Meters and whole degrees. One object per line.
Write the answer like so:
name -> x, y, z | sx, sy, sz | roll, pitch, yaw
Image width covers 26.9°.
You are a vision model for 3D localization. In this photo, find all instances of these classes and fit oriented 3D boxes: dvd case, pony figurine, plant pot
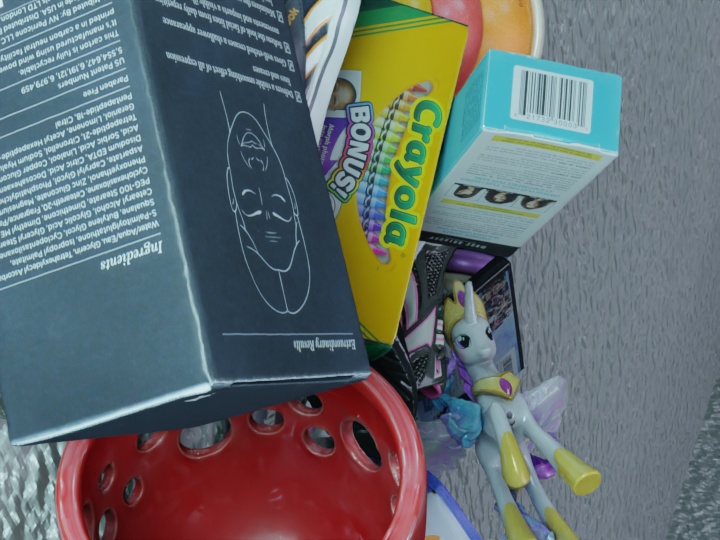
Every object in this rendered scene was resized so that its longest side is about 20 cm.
dvd case -> 0.056, 0.093, 1.235 | 0.199, 0.017, 0.144 | -38, 142, -21
pony figurine -> 0.109, 0.129, 1.157 | 0.194, 0.165, 0.201 | 88, -19, -50
plant pot -> -0.061, 0.163, 0.852 | 0.184, 0.198, 0.201 | 88, 24, -49

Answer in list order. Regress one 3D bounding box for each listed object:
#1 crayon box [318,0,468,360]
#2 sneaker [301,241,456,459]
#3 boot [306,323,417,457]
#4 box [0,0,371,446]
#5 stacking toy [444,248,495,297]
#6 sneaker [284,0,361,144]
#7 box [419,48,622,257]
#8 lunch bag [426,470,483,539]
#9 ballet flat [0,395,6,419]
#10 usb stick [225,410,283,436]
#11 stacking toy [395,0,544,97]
crayon box -> -0.018, -0.061, 0.879 | 0.058, 0.117, 0.202 | 139, -34, -74
sneaker -> 0.032, 0.055, 1.114 | 0.201, 0.086, 0.080 | -58, 180, -21
boot -> -0.001, 0.001, 1.010 | 0.163, 0.072, 0.200 | -73, 148, -56
box -> -0.091, -0.034, 0.675 | 0.148, 0.106, 0.202 | 7, 68, -64
stacking toy -> 0.101, -0.070, 1.304 | 0.085, 0.084, 0.203 | 28, 70, -68
sneaker -> -0.054, -0.122, 0.802 | 0.079, 0.078, 0.202 | 21, 73, -33
box -> 0.085, -0.065, 0.908 | 0.200, 0.081, 0.050 | 129, -31, -70
lunch bag -> 0.018, 0.256, 1.128 | 0.170, 0.124, 0.201 | -39, 142, -15
ballet flat -> -0.140, -0.004, 0.757 | 0.076, 0.067, 0.200 | 67, 28, -21
usb stick -> -0.070, 0.088, 1.005 | 0.055, 0.032, 0.203 | -34, 132, -62
stacking toy -> 0.018, -0.168, 1.018 | 0.199, 0.145, 0.148 | 0, 102, -50
